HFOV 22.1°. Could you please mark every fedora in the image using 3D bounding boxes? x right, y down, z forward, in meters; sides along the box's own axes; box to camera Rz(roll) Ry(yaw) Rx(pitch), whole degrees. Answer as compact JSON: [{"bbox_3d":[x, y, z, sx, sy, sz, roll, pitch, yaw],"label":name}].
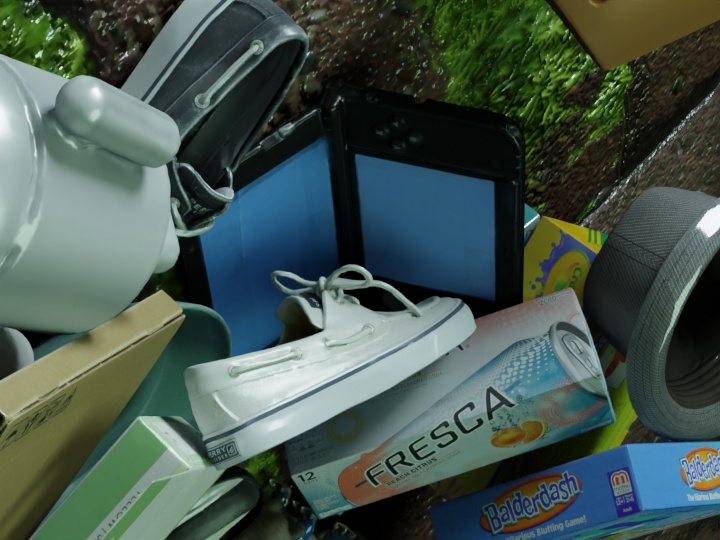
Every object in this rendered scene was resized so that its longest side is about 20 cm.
[{"bbox_3d":[0.209,0.013,1.180,0.199,0.090,0.178,17,102,-54],"label":"fedora"}]

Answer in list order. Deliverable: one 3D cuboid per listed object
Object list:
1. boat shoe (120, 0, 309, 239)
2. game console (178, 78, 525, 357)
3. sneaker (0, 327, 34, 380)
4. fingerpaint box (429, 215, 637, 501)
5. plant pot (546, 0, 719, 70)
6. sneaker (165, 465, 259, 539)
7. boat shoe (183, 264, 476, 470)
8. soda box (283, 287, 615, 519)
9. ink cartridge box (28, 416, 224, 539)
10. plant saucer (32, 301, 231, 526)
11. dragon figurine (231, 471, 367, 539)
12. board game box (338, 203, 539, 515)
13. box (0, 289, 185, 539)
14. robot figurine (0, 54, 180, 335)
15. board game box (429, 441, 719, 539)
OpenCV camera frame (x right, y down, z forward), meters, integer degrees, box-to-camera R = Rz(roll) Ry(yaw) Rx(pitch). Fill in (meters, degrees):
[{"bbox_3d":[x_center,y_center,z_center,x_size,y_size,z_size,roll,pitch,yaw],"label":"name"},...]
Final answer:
[{"bbox_3d":[-0.095,-0.048,0.921,0.201,0.068,0.072,-54,152,7],"label":"boat shoe"},{"bbox_3d":[0.000,0.000,1.078,0.201,0.174,0.117,85,22,-53],"label":"game console"},{"bbox_3d":[-0.248,0.098,0.868,0.201,0.073,0.115,-60,149,-3],"label":"sneaker"},{"bbox_3d":[0.140,0.073,1.302,0.166,0.073,0.201,10,113,-56],"label":"fingerpaint box"},{"bbox_3d":[0.146,-0.203,0.998,0.140,0.201,0.200,-38,153,8],"label":"plant pot"},{"bbox_3d":[-0.135,0.192,1.089,0.199,0.080,0.074,-39,-174,-2],"label":"sneaker"},{"bbox_3d":[-0.021,0.035,1.038,0.201,0.087,0.074,-25,179,-37],"label":"boat shoe"},{"bbox_3d":[0.050,0.082,1.126,0.198,0.069,0.064,-19,143,7],"label":"soda box"},{"bbox_3d":[-0.145,0.142,0.946,0.146,0.048,0.200,-48,171,1],"label":"ink cartridge box"},{"bbox_3d":[-0.156,0.087,1.006,0.200,0.036,0.201,-39,156,-22],"label":"plant saucer"},{"bbox_3d":[-0.058,0.202,1.272,0.100,0.059,0.200,-53,151,1],"label":"dragon figurine"},{"bbox_3d":[0.038,0.054,1.261,0.200,0.047,0.152,-39,149,-25],"label":"board game box"},{"bbox_3d":[-0.165,0.096,0.856,0.164,0.021,0.200,-54,175,19],"label":"box"},{"bbox_3d":[-0.160,-0.034,0.794,0.169,0.114,0.200,-28,160,22],"label":"robot figurine"},{"bbox_3d":[0.162,0.153,1.217,0.151,0.045,0.199,-22,164,31],"label":"board game box"}]
